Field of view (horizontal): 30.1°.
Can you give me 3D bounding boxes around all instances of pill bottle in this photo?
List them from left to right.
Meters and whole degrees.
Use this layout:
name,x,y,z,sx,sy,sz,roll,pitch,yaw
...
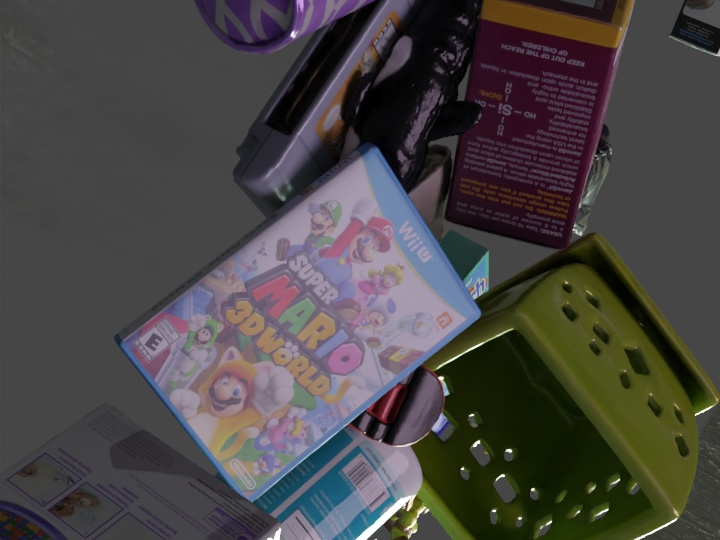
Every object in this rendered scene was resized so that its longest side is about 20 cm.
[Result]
name,x,y,z,sx,sy,sz,roll,pitch,yaw
pill bottle,-0.059,0.180,0.984,0.200,0.111,0.111,-39,150,-18

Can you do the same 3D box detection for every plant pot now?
name,x,y,z,sx,sy,sz,roll,pitch,yaw
plant pot,0.150,0.098,1.055,0.199,0.200,0.181,-34,-173,43

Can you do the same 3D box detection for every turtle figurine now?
name,x,y,z,sx,sy,sz,roll,pitch,yaw
turtle figurine,0.055,0.219,1.281,0.200,0.064,0.161,-62,180,-17

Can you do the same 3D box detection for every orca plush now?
name,x,y,z,sx,sy,sz,roll,pitch,yaw
orca plush,0.057,-0.114,0.876,0.200,0.071,0.105,-56,156,-12

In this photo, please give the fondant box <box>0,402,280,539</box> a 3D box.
name,x,y,z,sx,sy,sz,roll,pitch,yaw
fondant box,-0.163,0.177,0.754,0.200,0.144,0.058,-35,146,-44

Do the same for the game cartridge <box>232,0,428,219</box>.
name,x,y,z,sx,sy,sz,roll,pitch,yaw
game cartridge,-0.002,-0.116,0.888,0.200,0.041,0.133,-57,152,-9

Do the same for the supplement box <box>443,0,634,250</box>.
name,x,y,z,sx,sy,sz,roll,pitch,yaw
supplement box,0.138,-0.139,1.017,0.131,0.103,0.200,-65,166,-50

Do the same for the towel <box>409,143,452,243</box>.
name,x,y,z,sx,sy,sz,roll,pitch,yaw
towel,0.000,0.000,1.019,0.200,0.034,0.133,-40,150,-37

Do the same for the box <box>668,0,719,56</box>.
name,x,y,z,sx,sy,sz,roll,pitch,yaw
box,0.412,-0.332,1.436,0.117,0.060,0.200,-13,127,-59

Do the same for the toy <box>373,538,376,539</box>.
name,x,y,z,sx,sy,sz,roll,pitch,yaw
toy,-0.034,0.275,1.097,0.115,0.047,0.200,-32,165,-13

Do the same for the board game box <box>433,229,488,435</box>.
name,x,y,z,sx,sy,sz,roll,pitch,yaw
board game box,0.057,0.082,1.204,0.152,0.045,0.200,-47,152,-27

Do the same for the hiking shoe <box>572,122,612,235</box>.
name,x,y,z,sx,sy,sz,roll,pitch,yaw
hiking shoe,0.191,-0.104,1.252,0.200,0.076,0.101,47,65,-74

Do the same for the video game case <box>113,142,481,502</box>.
name,x,y,z,sx,sy,sz,roll,pitch,yaw
video game case,-0.034,0.035,0.847,0.200,0.018,0.143,-38,114,-10

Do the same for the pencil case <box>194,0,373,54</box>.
name,x,y,z,sx,sy,sz,roll,pitch,yaw
pencil case,-0.012,-0.188,0.744,0.200,0.084,0.086,-36,106,-45

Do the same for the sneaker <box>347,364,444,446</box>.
name,x,y,z,sx,sy,sz,roll,pitch,yaw
sneaker,-0.042,0.061,0.910,0.200,0.087,0.074,27,92,-26
